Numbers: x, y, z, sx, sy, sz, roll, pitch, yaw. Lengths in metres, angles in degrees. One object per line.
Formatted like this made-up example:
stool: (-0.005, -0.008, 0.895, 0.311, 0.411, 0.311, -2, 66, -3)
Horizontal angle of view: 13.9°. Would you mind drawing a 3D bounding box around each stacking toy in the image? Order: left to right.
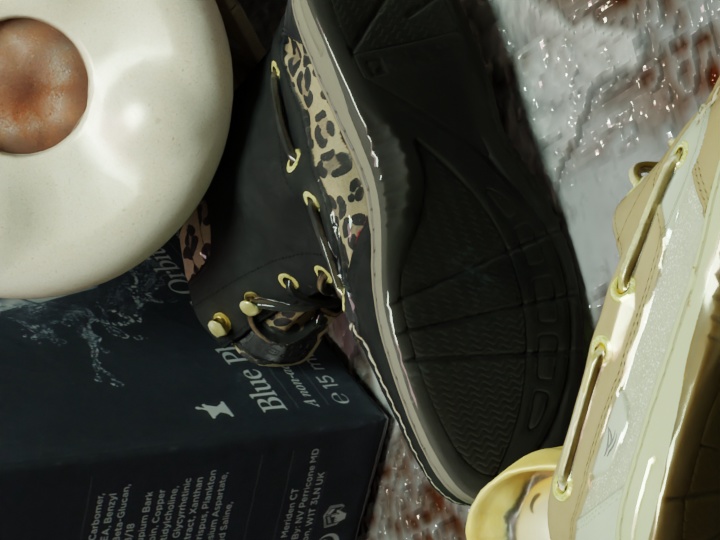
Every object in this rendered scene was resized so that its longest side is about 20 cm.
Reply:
stacking toy: (-0.119, -0.069, 1.099, 0.200, 0.145, 0.147, -113, 20, -86)

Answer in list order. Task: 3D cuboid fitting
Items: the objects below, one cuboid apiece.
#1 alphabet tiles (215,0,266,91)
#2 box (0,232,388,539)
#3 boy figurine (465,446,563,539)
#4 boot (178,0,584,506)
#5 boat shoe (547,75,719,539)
alphabet tiles: (-0.107, -0.125, 1.094, 0.166, 0.006, 0.200, 27, 160, 32)
box: (-0.127, 0.057, 1.120, 0.197, 0.199, 0.118, 48, 134, 44)
boy figurine: (0.106, 0.077, 0.863, 0.200, 0.064, 0.125, 8, 105, 56)
boot: (0.000, 0.000, 1.020, 0.151, 0.073, 0.201, -41, 66, 58)
boat shoe: (0.098, -0.006, 0.796, 0.066, 0.074, 0.201, 10, 76, 52)
